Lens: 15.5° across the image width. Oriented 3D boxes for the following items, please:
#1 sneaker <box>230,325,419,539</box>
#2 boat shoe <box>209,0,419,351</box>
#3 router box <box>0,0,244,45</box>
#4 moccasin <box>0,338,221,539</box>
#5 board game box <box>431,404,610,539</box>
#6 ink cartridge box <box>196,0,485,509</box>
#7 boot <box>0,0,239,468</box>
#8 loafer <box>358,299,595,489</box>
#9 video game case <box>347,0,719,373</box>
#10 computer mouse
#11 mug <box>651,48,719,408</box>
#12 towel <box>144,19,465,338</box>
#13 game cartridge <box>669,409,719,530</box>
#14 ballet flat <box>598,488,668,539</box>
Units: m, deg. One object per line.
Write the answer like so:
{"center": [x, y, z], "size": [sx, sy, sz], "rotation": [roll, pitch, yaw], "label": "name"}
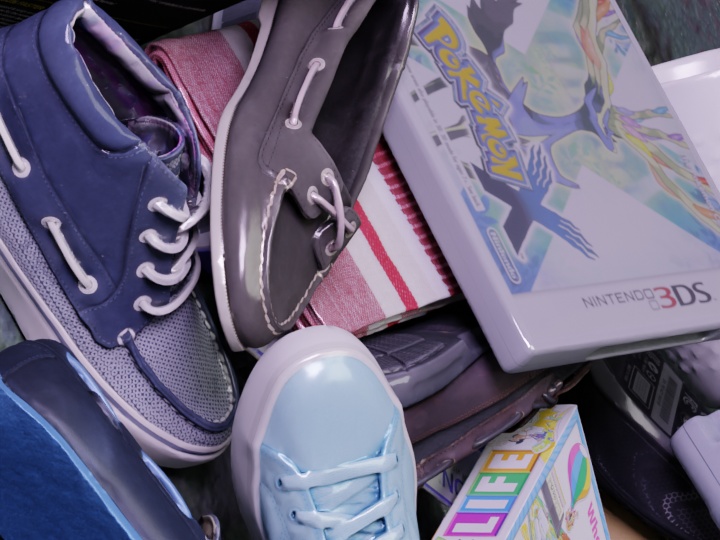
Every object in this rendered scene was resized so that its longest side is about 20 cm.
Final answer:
{"center": [0.003, 0.120, 1.005], "size": [0.074, 0.082, 0.200], "rotation": [-19, 117, -23], "label": "sneaker"}
{"center": [-0.016, -0.053, 1.027], "size": [0.067, 0.057, 0.200], "rotation": [71, 21, -43], "label": "boat shoe"}
{"center": [-0.109, -0.135, 0.980], "size": [0.200, 0.149, 0.051], "rotation": [8, 67, -55], "label": "router box"}
{"center": [-0.072, 0.109, 0.973], "size": [0.200, 0.080, 0.068], "rotation": [62, 29, -14], "label": "moccasin"}
{"center": [0.081, 0.178, 1.154], "size": [0.134, 0.034, 0.200], "rotation": [-54, 135, -52], "label": "board game box"}
{"center": [0.000, 0.000, 1.168], "size": [0.198, 0.043, 0.200], "rotation": [41, 41, -39], "label": "ink cartridge box"}
{"center": [-0.086, -0.009, 1.001], "size": [0.200, 0.090, 0.073], "rotation": [52, 37, -26], "label": "boot"}
{"center": [0.044, 0.048, 1.121], "size": [0.200, 0.072, 0.063], "rotation": [-20, 111, -53], "label": "loafer"}
{"center": [0.083, -0.054, 1.156], "size": [0.182, 0.022, 0.200], "rotation": [-6, 63, -47], "label": "video game case"}
{"center": [0.155, 0.106, 1.292], "size": [0.200, 0.053, 0.139], "rotation": [48, 23, -2], "label": "computer mouse"}
{"center": [0.213, -0.025, 1.361], "size": [0.148, 0.200, 0.176], "rotation": [-20, 98, -32], "label": "mug"}
{"center": [0.011, -0.049, 1.126], "size": [0.200, 0.023, 0.144], "rotation": [-18, 74, -47], "label": "towel"}
{"center": [0.231, 0.132, 1.278], "size": [0.200, 0.041, 0.133], "rotation": [10, 41, -57], "label": "game cartridge"}
{"center": [0.166, 0.196, 1.294], "size": [0.069, 0.063, 0.200], "rotation": [-3, 76, -56], "label": "ballet flat"}
